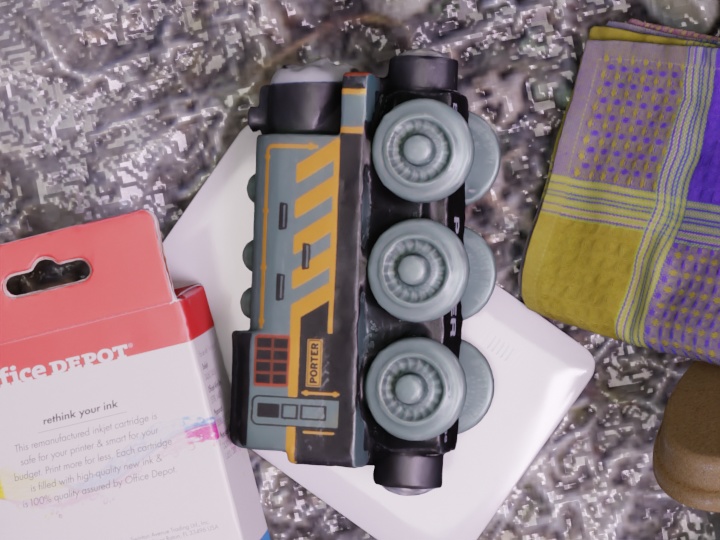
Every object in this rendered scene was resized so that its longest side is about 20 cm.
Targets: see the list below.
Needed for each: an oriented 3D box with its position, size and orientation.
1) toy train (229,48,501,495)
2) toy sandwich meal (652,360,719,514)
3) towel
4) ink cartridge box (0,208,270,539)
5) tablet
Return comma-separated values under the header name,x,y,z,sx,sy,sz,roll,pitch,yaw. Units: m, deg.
name,x,y,z,sx,sy,sz,roll,pitch,yaw
toy train,0.000,0.000,1.164,0.114,0.085,0.200,2,90,15
toy sandwich meal,0.213,0.058,1.099,0.205,0.205,0.070,-29,107,5
towel,0.149,-0.032,1.128,0.023,0.200,0.144,18,90,-38
ink cartridge box,-0.116,0.079,1.184,0.116,0.067,0.200,-13,93,8
tablet,-0.006,0.037,1.209,0.200,0.014,0.130,35,94,5
